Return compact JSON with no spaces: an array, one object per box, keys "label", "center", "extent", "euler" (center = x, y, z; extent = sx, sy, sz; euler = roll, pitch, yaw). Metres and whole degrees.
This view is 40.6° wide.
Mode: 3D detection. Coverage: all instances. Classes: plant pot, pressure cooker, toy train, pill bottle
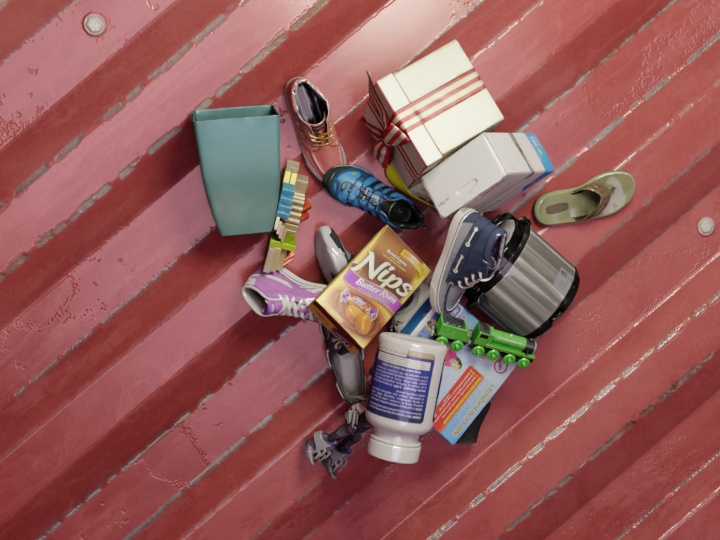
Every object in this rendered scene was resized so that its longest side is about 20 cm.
[{"label":"plant pot","center":[-0.205,-0.169,1.656],"extent":[0.140,0.141,0.202],"euler":[-5,108,-8]},{"label":"pressure cooker","center":[0.269,0.003,1.735],"extent":[0.200,0.176,0.179],"euler":[39,110,-12]},{"label":"toy train","center":[0.218,0.121,1.692],"extent":[0.198,0.042,0.057],"euler":[15,123,-15]},{"label":"pill bottle","center":[0.071,0.213,1.630],"extent":[0.118,0.120,0.202],"euler":[10,92,-11]}]

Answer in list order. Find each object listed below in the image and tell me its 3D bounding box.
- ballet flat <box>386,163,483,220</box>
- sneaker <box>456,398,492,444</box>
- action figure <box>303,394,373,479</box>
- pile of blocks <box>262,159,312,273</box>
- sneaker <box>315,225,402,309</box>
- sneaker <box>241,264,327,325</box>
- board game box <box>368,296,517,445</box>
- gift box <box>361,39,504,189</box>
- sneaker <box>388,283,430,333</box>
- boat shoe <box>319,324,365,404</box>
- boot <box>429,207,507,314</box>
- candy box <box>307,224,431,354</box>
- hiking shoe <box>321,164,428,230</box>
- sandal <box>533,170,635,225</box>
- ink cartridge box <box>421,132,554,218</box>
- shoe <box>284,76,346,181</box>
[{"label":"ballet flat","center":[0.139,-0.142,1.749],"extent":[0.199,0.067,0.067],"euler":[30,95,-13]},{"label":"sneaker","center":[0.145,0.261,1.814],"extent":[0.198,0.075,0.107],"euler":[14,94,-13]},{"label":"action figure","center":[-0.007,0.290,1.775],"extent":[0.200,0.070,0.130],"euler":[-42,135,18]},{"label":"pile of blocks","center":[-0.120,-0.090,1.697],"extent":[0.061,0.082,0.202],"euler":[13,88,-10]},{"label":"sneaker","center":[0.000,0.000,1.751],"extent":[0.113,0.075,0.202],"euler":[-24,86,-24]},{"label":"sneaker","center":[-0.113,0.065,1.688],"extent":[0.199,0.114,0.073],"euler":[22,119,12]},{"label":"board game box","center":[0.151,0.171,1.738],"extent":[0.196,0.056,0.200],"euler":[42,84,-14]},{"label":"gift box","center":[0.102,-0.267,1.657],"extent":[0.186,0.185,0.201],"euler":[-32,82,-12]},{"label":"sneaker","center":[0.081,0.110,1.791],"extent":[0.082,0.075,0.201],"euler":[31,87,1]},{"label":"boat shoe","center":[-0.030,0.146,1.773],"extent":[0.073,0.060,0.202],"euler":[-9,101,-6]},{"label":"boot","center":[0.179,0.002,1.618],"extent":[0.072,0.090,0.202],"euler":[-19,131,-40]},{"label":"candy box","center":[0.017,0.031,1.677],"extent":[0.117,0.056,0.200],"euler":[45,63,-4]},{"label":"hiking shoe","center":[0.028,-0.130,1.705],"extent":[0.199,0.087,0.075],"euler":[21,95,-26]},{"label":"sandal","center":[0.420,-0.126,1.803],"extent":[0.199,0.057,0.081],"euler":[-19,102,-6]},{"label":"ink cartridge box","center":[0.220,-0.164,1.663],"extent":[0.146,0.199,0.087],"euler":[-33,77,32]},{"label":"shoe","center":[-0.075,-0.238,1.684],"extent":[0.071,0.091,0.202],"euler":[-23,103,-5]}]
